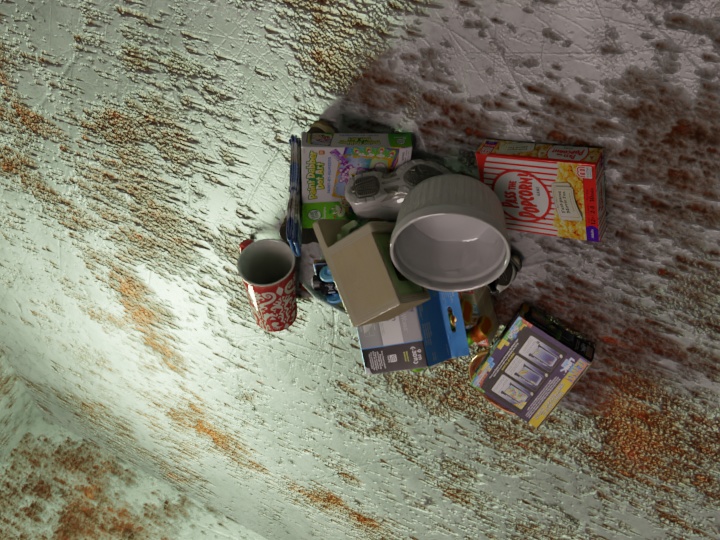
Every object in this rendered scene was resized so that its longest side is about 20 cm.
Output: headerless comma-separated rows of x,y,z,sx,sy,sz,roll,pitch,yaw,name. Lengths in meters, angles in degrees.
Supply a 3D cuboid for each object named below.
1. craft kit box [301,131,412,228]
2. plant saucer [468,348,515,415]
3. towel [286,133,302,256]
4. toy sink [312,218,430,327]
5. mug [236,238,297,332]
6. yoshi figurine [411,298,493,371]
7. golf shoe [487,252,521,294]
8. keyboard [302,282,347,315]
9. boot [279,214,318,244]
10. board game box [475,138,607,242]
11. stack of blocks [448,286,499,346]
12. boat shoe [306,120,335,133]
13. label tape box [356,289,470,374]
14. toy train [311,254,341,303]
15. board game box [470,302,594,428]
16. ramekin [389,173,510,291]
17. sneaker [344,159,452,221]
-0.011,-0.161,1.393,0.193,0.049,0.202,1,139,-2,craft kit box
0.326,0.232,1.626,0.197,0.038,0.202,22,140,19,plant saucer
-0.122,-0.138,1.445,0.023,0.204,0.147,1,171,-1,towel
0.023,-0.019,1.349,0.111,0.130,0.203,-28,78,28,toy sink
-0.209,0.025,1.799,0.131,0.180,0.202,-8,142,-3,mug
0.165,0.127,1.516,0.199,0.111,0.114,-39,63,39,yoshi figurine
0.197,-0.039,1.392,0.198,0.095,0.078,35,145,5,golf shoe
-0.042,0.076,1.588,0.199,0.011,0.056,31,-167,-45,keyboard
-0.063,-0.091,1.580,0.196,0.076,0.074,9,133,5,boot
0.294,-0.131,1.249,0.197,0.046,0.153,11,136,32,board game box
0.194,0.053,1.521,0.114,0.059,0.202,6,134,35,stack of blocks
-0.052,-0.181,1.457,0.071,0.072,0.202,1,130,38,boat shoe
0.092,0.107,1.432,0.197,0.066,0.146,-11,92,29,label tape box
0.000,0.000,1.533,0.196,0.115,0.088,-5,132,9,toy train
0.334,0.188,1.508,0.164,0.057,0.202,32,124,4,board game box
0.149,-0.066,1.269,0.196,0.106,0.202,5,143,4,ramekin
0.074,-0.134,1.356,0.196,0.079,0.100,-5,152,7,sneaker
